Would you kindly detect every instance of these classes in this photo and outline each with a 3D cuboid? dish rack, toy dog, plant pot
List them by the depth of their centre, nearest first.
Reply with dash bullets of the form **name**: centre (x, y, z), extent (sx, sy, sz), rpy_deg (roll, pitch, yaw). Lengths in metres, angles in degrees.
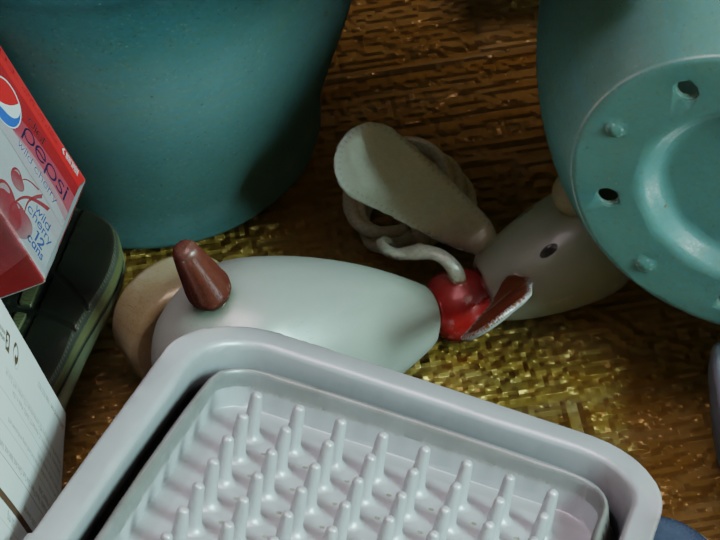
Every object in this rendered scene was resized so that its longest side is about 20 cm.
- **dish rack**: centre (-0.006, 0.097, 0.779), extent (0.170, 0.044, 0.200), rpy_deg (17, 31, 9)
- **plant pot**: centre (0.150, -0.077, 0.889), extent (0.199, 0.201, 0.162), rpy_deg (10, 48, 14)
- **toy dog**: centre (0.000, 0.000, 0.918), extent (0.132, 0.097, 0.200), rpy_deg (33, 58, 30)
- **plant pot**: centre (-0.089, -0.117, 0.972), extent (0.198, 0.189, 0.201), rpy_deg (-2, 46, 2)

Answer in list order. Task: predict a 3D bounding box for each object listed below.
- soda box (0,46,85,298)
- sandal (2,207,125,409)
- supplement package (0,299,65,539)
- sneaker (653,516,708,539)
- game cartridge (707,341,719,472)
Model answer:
- **soda box**: centre (-0.200, -0.009, 0.909), extent (0.199, 0.070, 0.064), rpy_deg (-18, 30, 22)
- **sandal**: centre (-0.139, 0.056, 0.908), extent (0.079, 0.058, 0.201), rpy_deg (21, 47, 17)
- **supplement package**: centre (-0.159, 0.119, 0.767), extent (0.120, 0.120, 0.202), rpy_deg (-1, 68, 4)
- **sneaker**: centre (0.115, 0.139, 0.786), extent (0.074, 0.085, 0.201), rpy_deg (-15, 47, -8)
- **game cartridge**: centre (0.199, 0.089, 0.860), extent (0.132, 0.042, 0.201), rpy_deg (-19, 48, -7)
